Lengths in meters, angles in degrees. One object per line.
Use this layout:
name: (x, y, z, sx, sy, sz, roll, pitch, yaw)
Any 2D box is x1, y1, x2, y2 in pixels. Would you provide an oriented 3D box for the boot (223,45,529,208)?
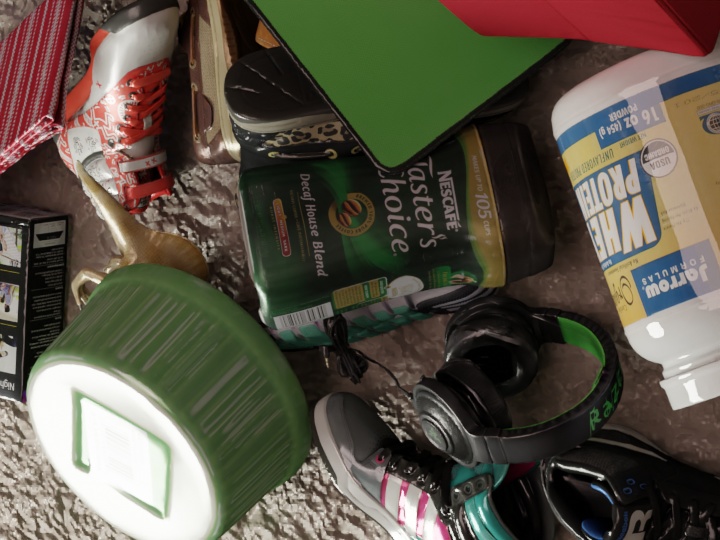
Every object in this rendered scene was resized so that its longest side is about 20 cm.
boot: (0.006, -0.095, 1.238, 0.202, 0.154, 0.074, -6, 62, -8)

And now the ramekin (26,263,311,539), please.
ramekin: (-0.143, 0.104, 1.289, 0.199, 0.098, 0.201, 23, 136, 24)

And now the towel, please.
towel: (-0.271, -0.126, 1.382, 0.200, 0.022, 0.145, -31, 44, 43)

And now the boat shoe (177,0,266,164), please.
boat shoe: (-0.106, -0.175, 1.312, 0.072, 0.072, 0.201, -5, 94, 34)

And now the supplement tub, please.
supplement tub: (0.211, -0.031, 1.087, 0.144, 0.144, 0.201, -23, 82, 30)

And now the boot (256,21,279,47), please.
boot: (-0.044, -0.233, 1.257, 0.199, 0.077, 0.156, 26, 114, 9)

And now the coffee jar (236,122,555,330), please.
coffee jar: (0.024, -0.031, 1.174, 0.199, 0.085, 0.105, -12, 70, -1)

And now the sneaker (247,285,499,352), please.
sneaker: (0.000, 0.000, 1.270, 0.199, 0.074, 0.088, -15, 76, 20)

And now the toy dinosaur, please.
toy dinosaur: (-0.163, -0.004, 1.350, 0.101, 0.058, 0.200, -27, 112, 33)

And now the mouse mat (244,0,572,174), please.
mouse mat: (0.020, -0.181, 1.163, 0.161, 0.008, 0.200, -37, 79, -5)

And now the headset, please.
headset: (0.071, 0.062, 1.181, 0.199, 0.124, 0.094, 1, 130, 30)

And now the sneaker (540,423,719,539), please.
sneaker: (0.201, 0.164, 1.129, 0.199, 0.112, 0.073, 22, 106, 28)

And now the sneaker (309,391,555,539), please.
sneaker: (0.060, 0.141, 1.227, 0.200, 0.084, 0.121, 50, 121, 9)

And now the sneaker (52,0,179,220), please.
sneaker: (-0.161, -0.113, 1.326, 0.108, 0.067, 0.201, 60, 143, 10)

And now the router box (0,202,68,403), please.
router box: (-0.332, 0.015, 1.472, 0.199, 0.051, 0.150, 11, 101, 30)

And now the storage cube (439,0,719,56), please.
storage cube: (0.114, -0.239, 1.011, 0.170, 0.180, 0.201, 11, 76, 39)
